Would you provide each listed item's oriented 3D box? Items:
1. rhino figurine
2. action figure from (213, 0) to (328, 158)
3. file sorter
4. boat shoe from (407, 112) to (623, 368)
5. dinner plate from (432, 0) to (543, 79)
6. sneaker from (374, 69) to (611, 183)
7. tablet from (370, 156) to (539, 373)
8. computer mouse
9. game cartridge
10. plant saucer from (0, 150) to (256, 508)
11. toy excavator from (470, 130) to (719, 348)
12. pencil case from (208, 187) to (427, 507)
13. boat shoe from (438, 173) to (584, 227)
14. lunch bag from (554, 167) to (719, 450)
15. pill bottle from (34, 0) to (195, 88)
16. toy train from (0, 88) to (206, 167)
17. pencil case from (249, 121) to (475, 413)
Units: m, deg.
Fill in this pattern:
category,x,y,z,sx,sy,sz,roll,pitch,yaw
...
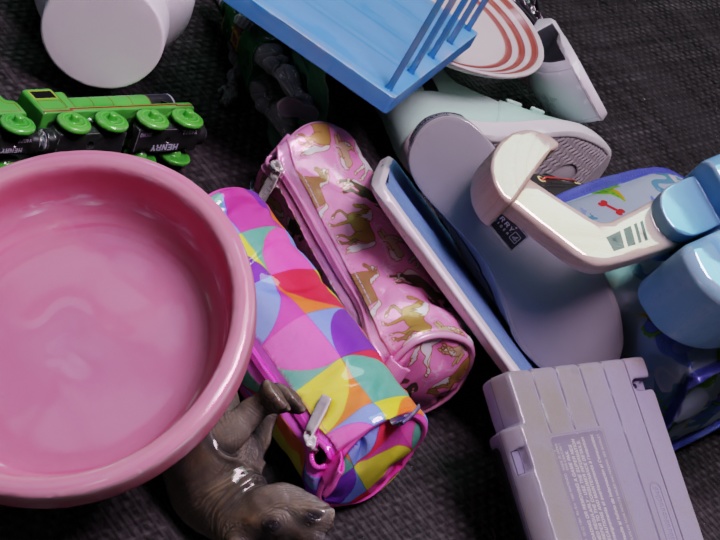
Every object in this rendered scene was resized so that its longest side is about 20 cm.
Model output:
category,x,y,z,sx,sy,sz,roll,pitch,yaw
rhino figurine,-0.073,0.091,0.927,0.201,0.087,0.060,56,8,30
action figure,-0.070,-0.151,1.222,0.054,0.119,0.201,0,36,-22
file sorter,0.018,-0.214,1.149,0.138,0.123,0.200,34,27,6
boat shoe,0.097,-0.016,1.110,0.200,0.072,0.066,49,7,-8
dinner plate,0.048,-0.201,1.312,0.199,0.024,0.201,24,31,-16
sneaker,0.098,-0.118,1.326,0.199,0.074,0.119,6,39,-36
tablet,0.070,0.017,1.099,0.201,0.014,0.130,54,10,-7
computer mouse,0.152,-0.165,1.393,0.110,0.044,0.200,59,9,-20
game cartridge,0.146,0.153,1.015,0.129,0.038,0.202,-4,71,-37
plant saucer,-0.150,0.033,0.892,0.198,0.051,0.202,-2,59,4
toy excavator,0.188,-0.017,1.055,0.199,0.100,0.196,-22,77,-29
pencil case,-0.042,0.044,1.006,0.088,0.089,0.200,-8,49,-44
boat shoe,0.139,-0.042,1.264,0.200,0.074,0.063,-8,52,-44
lunch bag,0.216,0.021,1.202,0.199,0.128,0.170,-21,62,-37
pill bottle,-0.165,-0.213,1.194,0.111,0.112,0.201,22,36,-15
toy train,-0.185,-0.090,1.095,0.199,0.042,0.056,-7,40,-44
pencil case,0.000,0.000,1.094,0.086,0.083,0.201,-15,54,-22
